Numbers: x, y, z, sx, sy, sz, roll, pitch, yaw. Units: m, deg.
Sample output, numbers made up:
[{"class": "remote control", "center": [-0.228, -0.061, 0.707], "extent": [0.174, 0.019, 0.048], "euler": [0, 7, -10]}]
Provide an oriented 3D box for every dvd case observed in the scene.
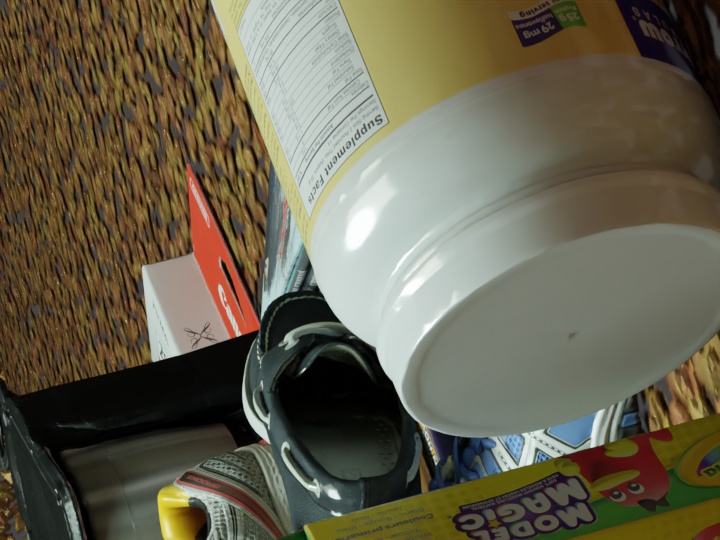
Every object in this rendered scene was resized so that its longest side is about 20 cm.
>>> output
[{"class": "dvd case", "center": [-0.024, -0.056, 1.363], "extent": [0.200, 0.022, 0.147], "euler": [118, 156, -72]}]

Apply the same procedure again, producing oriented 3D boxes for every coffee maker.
[{"class": "coffee maker", "center": [-0.075, 0.089, 1.538], "extent": [0.135, 0.199, 0.193], "euler": [94, 155, -49]}]

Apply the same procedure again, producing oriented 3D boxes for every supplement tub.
[{"class": "supplement tub", "center": [0.037, -0.060, 1.015], "extent": [0.146, 0.144, 0.201], "euler": [96, 155, -58]}]

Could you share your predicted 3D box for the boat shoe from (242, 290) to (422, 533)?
[{"class": "boat shoe", "center": [-0.008, 0.056, 1.245], "extent": [0.200, 0.075, 0.061], "euler": [-114, 20, -56]}]

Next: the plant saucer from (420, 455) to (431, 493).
[{"class": "plant saucer", "center": [0.005, 0.135, 1.366], "extent": [0.200, 0.037, 0.201], "euler": [165, 90, -78]}]

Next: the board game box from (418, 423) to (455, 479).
[{"class": "board game box", "center": [0.057, 0.135, 1.347], "extent": [0.165, 0.056, 0.201], "euler": [109, 144, -66]}]

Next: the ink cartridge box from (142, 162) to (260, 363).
[{"class": "ink cartridge box", "center": [-0.097, 0.060, 1.961], "extent": [0.174, 0.043, 0.201], "euler": [87, 163, -45]}]

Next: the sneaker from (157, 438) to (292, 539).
[{"class": "sneaker", "center": [-0.033, 0.157, 1.286], "extent": [0.200, 0.082, 0.078], "euler": [-118, 18, -46]}]

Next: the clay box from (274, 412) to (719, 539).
[{"class": "clay box", "center": [0.059, 0.122, 0.998], "extent": [0.048, 0.199, 0.115], "euler": [-122, 21, -52]}]

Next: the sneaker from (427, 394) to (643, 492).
[{"class": "sneaker", "center": [0.067, 0.076, 1.192], "extent": [0.076, 0.077, 0.201], "euler": [-130, 30, -65]}]
